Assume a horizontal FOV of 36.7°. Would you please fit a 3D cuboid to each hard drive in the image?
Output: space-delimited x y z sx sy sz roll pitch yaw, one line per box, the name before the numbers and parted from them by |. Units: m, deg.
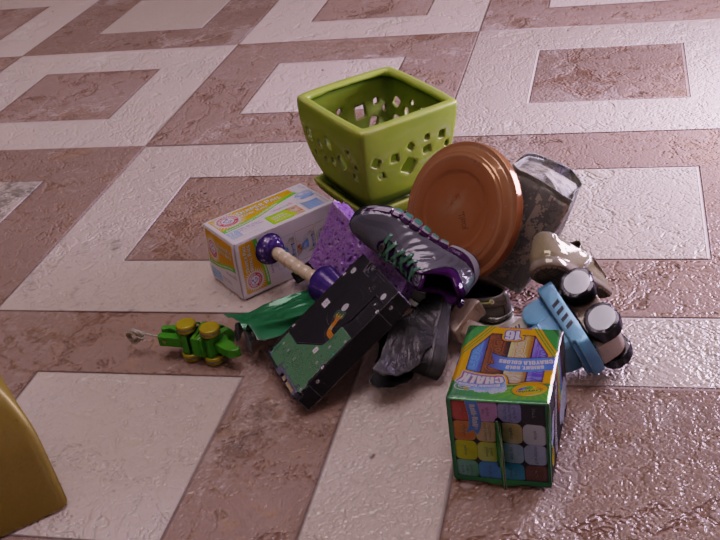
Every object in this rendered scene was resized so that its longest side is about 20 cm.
hard drive | -0.032 0.082 1.490 0.200 0.038 0.140 -45 31 0

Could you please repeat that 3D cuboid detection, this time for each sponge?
sponge | 0.000 0.000 1.598 0.030 0.113 0.200 -2 38 -42

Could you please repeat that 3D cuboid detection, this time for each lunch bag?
lunch bag | 0.250 -0.080 1.630 0.117 0.166 0.200 31 20 10

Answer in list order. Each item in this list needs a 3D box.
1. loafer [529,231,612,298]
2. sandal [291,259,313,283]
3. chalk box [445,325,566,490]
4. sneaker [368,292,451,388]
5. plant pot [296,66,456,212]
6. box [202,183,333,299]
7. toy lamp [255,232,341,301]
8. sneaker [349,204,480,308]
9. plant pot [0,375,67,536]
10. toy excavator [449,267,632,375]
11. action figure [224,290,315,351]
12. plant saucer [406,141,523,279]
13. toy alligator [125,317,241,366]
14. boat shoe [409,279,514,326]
loafer | 0.298 -0.004 1.525 0.075 0.199 0.069 -13 68 30
sandal | -0.036 -0.046 1.704 0.199 0.043 0.076 -33 -1 22
chalk box | 0.173 0.172 1.290 0.122 0.127 0.201 2 29 17
sneaker | 0.068 0.081 1.493 0.103 0.060 0.202 15 47 -9
plant pot | 0.029 -0.201 1.777 0.198 0.184 0.198 -23 36 -26
box | -0.144 -0.051 1.786 0.198 0.103 0.112 -25 34 -28
toy lamp | -0.087 0.000 1.635 0.058 0.059 0.199 -26 36 -30
sneaker | 0.069 -0.021 1.497 0.198 0.075 0.088 25 38 5
plant pot | -0.502 0.205 1.328 0.193 0.203 0.194 -24 33 -25
toy excavator | 0.236 0.080 1.462 0.198 0.100 0.196 -32 51 3
action figure | -0.090 0.068 1.614 0.197 0.056 0.118 -16 28 -28
plant saucer | 0.143 -0.085 1.561 0.199 0.204 0.032 20 10 41
toy alligator | -0.253 0.095 1.600 0.197 0.060 0.054 7 32 25
boat shoe | 0.141 0.032 1.609 0.200 0.061 0.072 19 40 39
